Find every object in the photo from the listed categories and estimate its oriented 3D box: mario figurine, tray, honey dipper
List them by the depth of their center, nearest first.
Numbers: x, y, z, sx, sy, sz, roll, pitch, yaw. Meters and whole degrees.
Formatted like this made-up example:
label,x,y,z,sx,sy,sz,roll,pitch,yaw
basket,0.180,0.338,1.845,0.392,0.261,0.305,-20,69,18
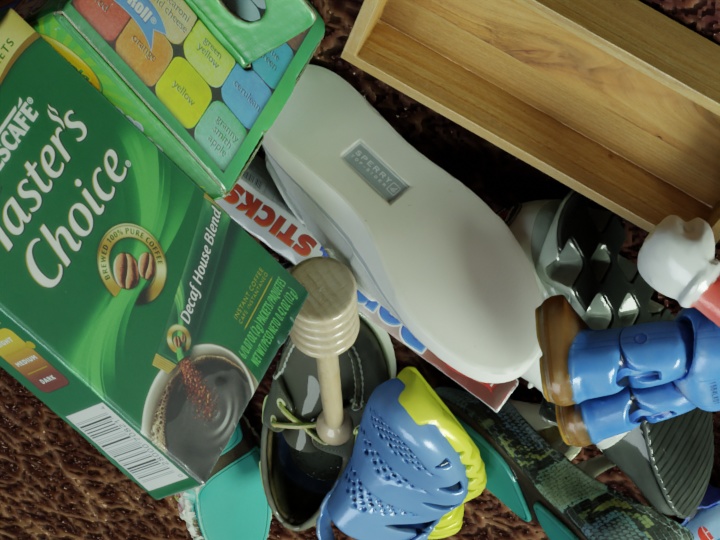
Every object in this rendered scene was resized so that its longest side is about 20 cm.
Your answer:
label,x,y,z,sx,sy,sz,roll,pitch,yaw
tray,0.096,-0.090,0.893,0.199,0.037,0.099,30,145,1
mario figurine,0.186,0.023,0.912,0.198,0.107,0.123,-8,179,13
honey dipper,-0.016,0.052,1.042,0.038,0.038,0.200,21,157,13

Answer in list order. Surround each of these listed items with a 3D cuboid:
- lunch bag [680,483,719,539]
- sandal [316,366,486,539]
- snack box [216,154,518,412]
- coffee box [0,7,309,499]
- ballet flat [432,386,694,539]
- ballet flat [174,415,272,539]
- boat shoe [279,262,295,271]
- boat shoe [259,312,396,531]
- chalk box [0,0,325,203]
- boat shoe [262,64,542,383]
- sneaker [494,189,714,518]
label,x,y,z,sx,sy,sz,roll,pitch,yaw
lunch bag,0.259,0.185,1.089,0.200,0.094,0.151,43,146,3
sandal,0.019,0.126,1.125,0.080,0.087,0.201,52,162,23
snack box,0.000,0.000,1.045,0.199,0.072,0.024,36,102,-8
coffee box,-0.124,-0.006,0.868,0.200,0.124,0.044,45,143,-21
ballet flat,0.114,0.117,1.096,0.200,0.074,0.075,43,159,41
ballet flat,-0.104,0.111,1.272,0.064,0.075,0.201,42,154,42
boat shoe,-0.077,0.014,1.089,0.066,0.072,0.200,46,170,-5
boat shoe,-0.025,0.088,1.176,0.071,0.061,0.203,22,144,10
chalk box,-0.110,-0.107,0.942,0.199,0.125,0.125,-15,126,45
boat shoe,0.015,-0.016,0.977,0.200,0.072,0.069,42,160,16
sneaker,0.119,0.046,1.016,0.088,0.074,0.201,-9,120,41
